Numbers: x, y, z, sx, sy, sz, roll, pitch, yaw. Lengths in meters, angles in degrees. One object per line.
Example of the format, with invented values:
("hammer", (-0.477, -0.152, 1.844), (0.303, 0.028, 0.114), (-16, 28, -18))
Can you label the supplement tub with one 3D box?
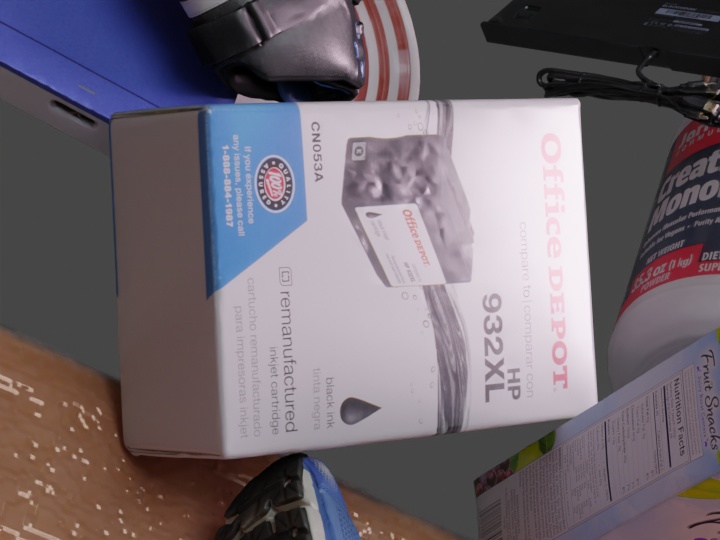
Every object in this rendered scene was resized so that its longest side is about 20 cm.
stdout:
("supplement tub", (0.208, -0.007, 1.179), (0.140, 0.140, 0.200), (33, 51, -14))

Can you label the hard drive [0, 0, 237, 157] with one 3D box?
("hard drive", (-0.103, -0.144, 1.093), (0.132, 0.025, 0.200), (28, 53, -18))

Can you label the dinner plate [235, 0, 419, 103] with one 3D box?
("dinner plate", (-0.062, -0.116, 1.137), (0.200, 0.024, 0.200), (17, 56, -26))

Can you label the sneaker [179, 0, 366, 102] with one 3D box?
("sneaker", (-0.011, -0.132, 1.101), (0.200, 0.073, 0.112), (-23, 96, -44))

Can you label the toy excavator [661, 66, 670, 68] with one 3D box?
("toy excavator", (0.198, -0.224, 1.335), (0.194, 0.100, 0.200), (-18, 84, -38))

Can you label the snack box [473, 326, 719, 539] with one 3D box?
("snack box", (0.173, 0.099, 1.057), (0.169, 0.200, 0.068), (12, 58, -28))

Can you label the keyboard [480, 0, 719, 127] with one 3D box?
("keyboard", (0.150, -0.107, 1.186), (0.127, 0.200, 0.021), (-41, 132, -42))

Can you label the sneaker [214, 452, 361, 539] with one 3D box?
("sneaker", (0.002, 0.171, 0.994), (0.089, 0.079, 0.200), (-10, 79, -45))

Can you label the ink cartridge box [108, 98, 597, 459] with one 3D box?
("ink cartridge box", (0.000, 0.000, 1.042), (0.200, 0.084, 0.145), (-4, 91, -36))
